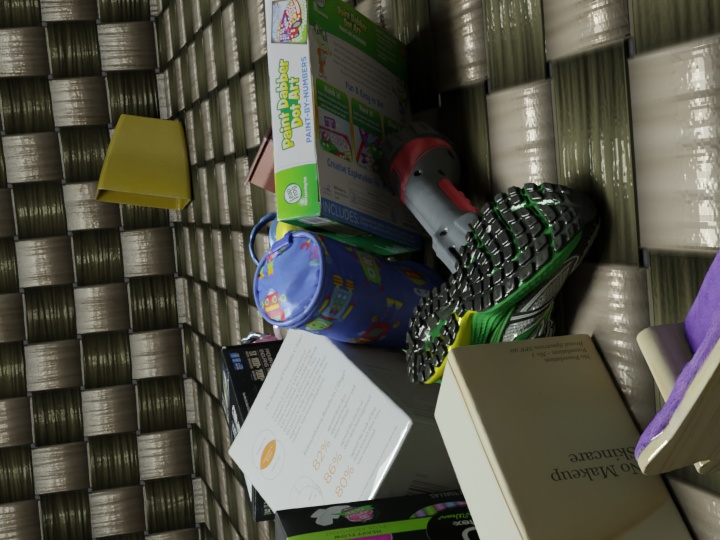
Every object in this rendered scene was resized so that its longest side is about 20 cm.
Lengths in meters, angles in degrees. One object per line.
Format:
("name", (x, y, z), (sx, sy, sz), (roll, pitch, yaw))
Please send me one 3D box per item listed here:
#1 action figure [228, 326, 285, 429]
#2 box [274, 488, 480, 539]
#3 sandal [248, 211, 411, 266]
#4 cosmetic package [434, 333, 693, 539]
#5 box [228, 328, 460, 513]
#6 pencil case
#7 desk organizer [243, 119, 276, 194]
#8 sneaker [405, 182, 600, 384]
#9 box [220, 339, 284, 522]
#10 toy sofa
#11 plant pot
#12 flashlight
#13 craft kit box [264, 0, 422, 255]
("action figure", (-0.094, 0.181, 1.760), (0.149, 0.134, 0.200), (-39, 61, 21))
("box", (0.047, 0.250, 0.943), (0.149, 0.200, 0.125), (-131, 40, -65))
("sandal", (-0.027, -0.018, 1.189), (0.087, 0.200, 0.080), (-6, 72, 38))
("cosmetic package", (0.124, 0.138, 0.800), (0.200, 0.103, 0.073), (-111, 22, -44))
("box", (-0.001, 0.150, 1.099), (0.200, 0.106, 0.152), (41, 109, 51))
("pencil case", (-0.003, 0.017, 1.089), (0.078, 0.200, 0.087), (-31, 64, 28))
("desk organizer", (-0.035, -0.155, 1.218), (0.072, 0.077, 0.200), (122, 170, -52))
("sneaker", (0.107, 0.013, 0.891), (0.200, 0.085, 0.078), (126, 146, -47))
("box", (-0.054, 0.162, 1.390), (0.200, 0.163, 0.086), (-115, 24, -54))
("toy sofa", (0.175, 0.002, 0.560), (0.200, 0.097, 0.083), (100, 158, -50))
("plant pot", (-0.477, -0.242, 2.873), (0.200, 0.200, 0.177), (165, 111, -76))
("flashlight", (0.074, -0.051, 1.014), (0.068, 0.068, 0.200), (-51, 33, 9))
("craft kit box", (-0.011, -0.124, 1.099), (0.200, 0.048, 0.198), (18, -111, -63))
